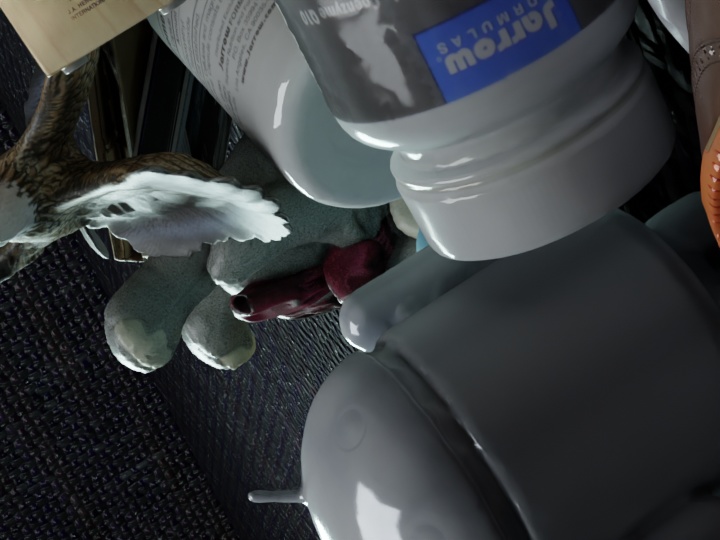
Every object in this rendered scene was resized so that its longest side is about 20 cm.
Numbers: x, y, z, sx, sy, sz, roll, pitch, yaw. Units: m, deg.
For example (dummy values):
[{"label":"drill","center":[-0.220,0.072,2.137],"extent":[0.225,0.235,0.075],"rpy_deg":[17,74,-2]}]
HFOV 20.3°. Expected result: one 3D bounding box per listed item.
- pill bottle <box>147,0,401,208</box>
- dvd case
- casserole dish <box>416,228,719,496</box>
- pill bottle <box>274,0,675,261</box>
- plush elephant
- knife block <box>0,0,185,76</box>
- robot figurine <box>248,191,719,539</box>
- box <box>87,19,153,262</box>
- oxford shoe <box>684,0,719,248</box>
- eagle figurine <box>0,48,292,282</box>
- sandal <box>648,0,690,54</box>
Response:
[{"label":"pill bottle","center":[-0.033,-0.125,0.865],"extent":[0.200,0.114,0.115],"rpy_deg":[49,166,40]},{"label":"dvd case","center":[-0.083,-0.112,1.038],"extent":[0.150,0.025,0.201],"rpy_deg":[86,-168,-67]},{"label":"casserole dish","center":[0.090,0.037,0.855],"extent":[0.121,0.039,0.200],"rpy_deg":[27,160,53]},{"label":"pill bottle","center":[0.023,-0.111,0.663],"extent":[0.201,0.114,0.114],"rpy_deg":[62,168,-20]},{"label":"plush elephant","center":[0.000,0.000,0.996],"extent":[0.155,0.200,0.165],"rpy_deg":[33,178,12]},{"label":"knife block","center":[-0.114,-0.167,0.706],"extent":[0.176,0.064,0.200],"rpy_deg":[59,-152,-11]},{"label":"robot figurine","center":[0.063,0.054,0.713],"extent":[0.170,0.200,0.113],"rpy_deg":[51,167,33]},{"label":"box","center":[-0.105,-0.132,1.034],"extent":[0.164,0.021,0.201],"rpy_deg":[87,-170,-48]},{"label":"oxford shoe","center":[0.116,-0.074,0.525],"extent":[0.200,0.071,0.073],"rpy_deg":[82,173,-55]},{"label":"eagle figurine","center":[-0.128,-0.049,0.879],"extent":[0.151,0.200,0.151],"rpy_deg":[31,-143,-37]},{"label":"sandal","center":[0.076,-0.126,0.564],"extent":[0.207,0.059,0.079],"rpy_deg":[41,-163,-30]}]
